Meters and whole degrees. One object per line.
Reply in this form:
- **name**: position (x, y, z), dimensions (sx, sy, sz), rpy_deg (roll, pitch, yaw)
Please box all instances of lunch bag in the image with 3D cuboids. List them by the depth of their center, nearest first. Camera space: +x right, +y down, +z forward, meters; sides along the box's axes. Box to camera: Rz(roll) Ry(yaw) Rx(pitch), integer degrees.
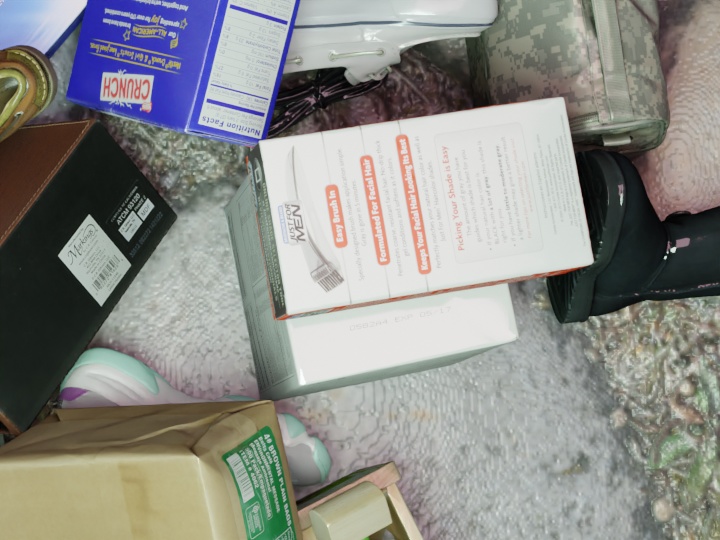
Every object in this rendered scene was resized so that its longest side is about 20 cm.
- **lunch bag**: position (0.155, -0.177, 1.467), dimensions (0.139, 0.168, 0.201), rpy_deg (-6, 84, -11)

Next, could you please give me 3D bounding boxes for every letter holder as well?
- **letter holder**: position (-0.249, 0.003, 1.402), dimensions (0.101, 0.142, 0.200), rpy_deg (52, 56, -32)

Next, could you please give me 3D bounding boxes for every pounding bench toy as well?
- **pounding bench toy**: position (-0.001, 0.228, 1.374), dimensions (0.124, 0.200, 0.156), rpy_deg (-26, 87, -14)

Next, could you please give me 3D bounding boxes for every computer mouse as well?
- **computer mouse**: position (-0.080, -0.195, 1.495), dimensions (0.140, 0.046, 0.200), rpy_deg (-32, 94, -6)

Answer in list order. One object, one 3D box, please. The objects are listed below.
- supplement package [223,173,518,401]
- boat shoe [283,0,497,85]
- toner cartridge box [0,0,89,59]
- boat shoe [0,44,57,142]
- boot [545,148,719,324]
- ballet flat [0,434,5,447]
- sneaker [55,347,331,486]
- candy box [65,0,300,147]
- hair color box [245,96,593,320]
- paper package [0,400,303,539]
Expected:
- **supplement package**: position (0.000, 0.000, 1.402), dimensions (0.151, 0.200, 0.151), rpy_deg (-11, 85, -11)
- **boat shoe**: position (0.000, -0.166, 1.446), dimensions (0.199, 0.074, 0.067), rpy_deg (1, 104, 12)
- **toner cartridge box**: position (-0.249, -0.200, 1.462), dimensions (0.095, 0.043, 0.200), rpy_deg (39, 78, -5)
- **boat shoe**: position (-0.303, -0.090, 1.395), dimensions (0.200, 0.068, 0.072), rpy_deg (-37, 97, 13)
- **boot**: position (0.228, -0.034, 1.456), dimensions (0.168, 0.200, 0.077), rpy_deg (-11, 62, -9)
- **ballet flat**: position (-0.237, 0.168, 1.412), dimensions (0.068, 0.068, 0.200), rpy_deg (-21, 88, -21)
- **sneaker**: position (-0.130, 0.150, 1.409), dimensions (0.199, 0.078, 0.140), rpy_deg (18, 59, 2)
- **candy box**: position (-0.115, -0.196, 1.396), dimensions (0.077, 0.169, 0.201), rpy_deg (12, 94, -39)
- **hair color box**: position (0.036, -0.039, 1.279), dimensions (0.199, 0.064, 0.111), rpy_deg (-9, 86, -13)
- **paper package**: position (-0.133, 0.194, 1.293), dimensions (0.190, 0.103, 0.201), rpy_deg (-5, 104, 26)
